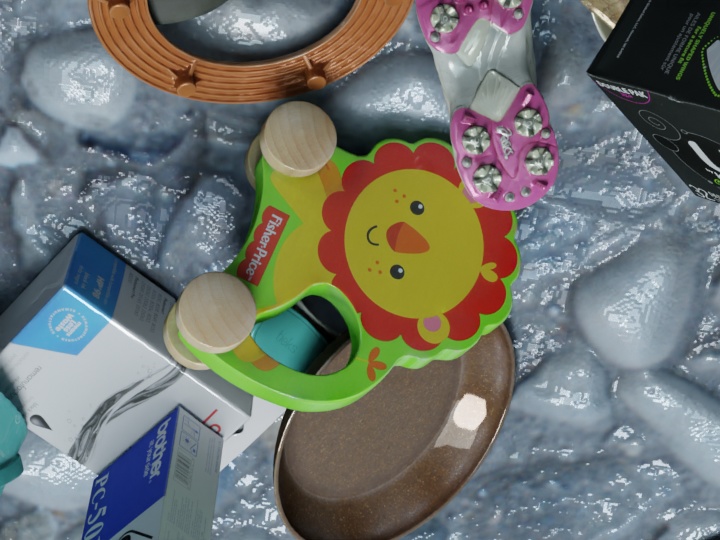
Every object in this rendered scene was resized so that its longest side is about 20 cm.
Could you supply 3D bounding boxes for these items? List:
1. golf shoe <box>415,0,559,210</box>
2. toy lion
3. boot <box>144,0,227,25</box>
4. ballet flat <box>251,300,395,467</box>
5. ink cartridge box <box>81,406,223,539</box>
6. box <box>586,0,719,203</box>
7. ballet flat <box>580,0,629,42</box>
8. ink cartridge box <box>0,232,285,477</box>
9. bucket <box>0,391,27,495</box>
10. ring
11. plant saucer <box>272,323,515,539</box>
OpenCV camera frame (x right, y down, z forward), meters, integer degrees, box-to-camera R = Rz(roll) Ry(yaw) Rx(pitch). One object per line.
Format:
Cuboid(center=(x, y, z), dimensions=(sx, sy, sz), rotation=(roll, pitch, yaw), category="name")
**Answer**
Cuboid(center=(0.071, -0.139, 1.160), dimensions=(0.075, 0.092, 0.202), rotation=(-7, 99, -1), category="golf shoe")
Cuboid(center=(0.000, 0.000, 1.192), dimensions=(0.191, 0.201, 0.069), rotation=(28, 159, -6), category="toy lion")
Cuboid(center=(-0.069, -0.219, 1.120), dimensions=(0.198, 0.078, 0.139), rotation=(-7, 130, 18), category="boot")
Cuboid(center=(-0.037, 0.062, 1.290), dimensions=(0.069, 0.070, 0.200), rotation=(-22, 140, 16), category="ballet flat")
Cuboid(center=(-0.140, 0.185, 1.218), dimensions=(0.044, 0.201, 0.094), rotation=(39, 117, -22), category="ink cartridge box")
Cuboid(center=(0.255, -0.098, 1.034), dimensions=(0.148, 0.199, 0.125), rotation=(39, 80, -44), category="box")
Cuboid(center=(0.194, -0.133, 1.171), dimensions=(0.065, 0.071, 0.200), rotation=(-16, 122, 45), category="ballet flat")
Cuboid(center=(-0.151, 0.082, 1.311), dimensions=(0.199, 0.067, 0.116), rotation=(37, 118, -20), category="ink cartridge box")
Cuboid(center=(-0.326, 0.127, 1.264), dimensions=(0.206, 0.136, 0.208), rotation=(21, 156, 10), category="bucket")
Cuboid(center=(-0.062, -0.162, 1.133), dimensions=(0.198, 0.019, 0.201), rotation=(-8, 144, -6), category="ring")
Cuboid(center=(0.016, 0.097, 1.286), dimensions=(0.199, 0.037, 0.202), rotation=(-23, 131, -29), category="plant saucer")
